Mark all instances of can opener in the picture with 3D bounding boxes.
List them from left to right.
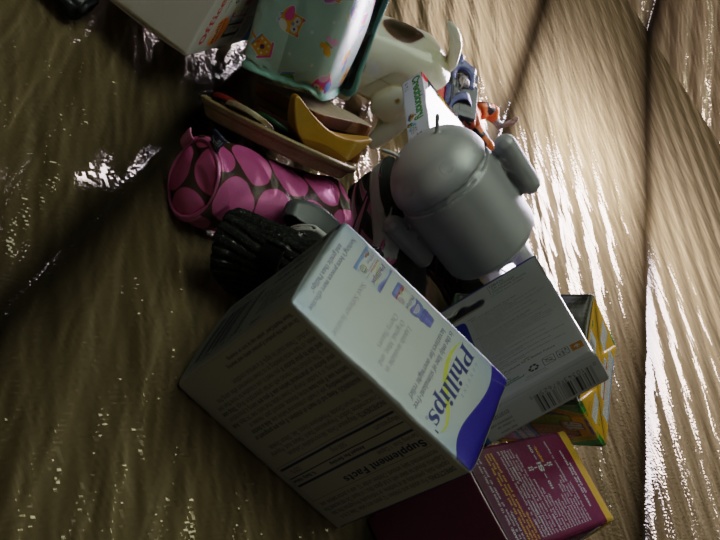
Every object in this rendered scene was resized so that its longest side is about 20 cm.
[{"bbox_3d":[0.000,0.000,1.067,0.200,0.052,0.067,40,55,-33],"label":"can opener"}]

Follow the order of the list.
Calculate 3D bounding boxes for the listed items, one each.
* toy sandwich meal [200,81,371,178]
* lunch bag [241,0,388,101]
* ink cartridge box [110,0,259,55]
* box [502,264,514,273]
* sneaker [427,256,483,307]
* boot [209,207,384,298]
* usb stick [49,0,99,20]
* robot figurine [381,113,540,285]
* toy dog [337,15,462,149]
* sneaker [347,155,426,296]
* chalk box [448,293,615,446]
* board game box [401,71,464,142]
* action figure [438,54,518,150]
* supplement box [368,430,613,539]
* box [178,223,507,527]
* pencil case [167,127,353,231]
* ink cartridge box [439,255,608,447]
[{"bbox_3d":[-0.074,-0.163,1.141,0.203,0.071,0.205,25,6,-3],"label":"toy sandwich meal"},{"bbox_3d":[-0.038,-0.286,1.183,0.121,0.172,0.200,22,13,7],"label":"lunch bag"},{"bbox_3d":[-0.172,-0.340,1.146,0.144,0.148,0.200,36,23,3],"label":"ink cartridge box"},{"bbox_3d":[0.190,0.065,1.357,0.155,0.041,0.202,25,39,-37],"label":"box"},{"bbox_3d":[0.080,-0.009,1.244,0.114,0.076,0.200,18,18,-29],"label":"sneaker"},{"bbox_3d":[-0.055,0.042,1.003,0.156,0.213,0.080,12,38,18],"label":"boot"},{"bbox_3d":[-0.346,-0.334,1.072,0.200,0.033,0.056,45,29,-9],"label":"usb stick"},{"bbox_3d":[0.107,-0.071,1.127,0.200,0.169,0.113,50,10,-25],"label":"robot figurine"},{"bbox_3d":[0.011,-0.286,1.355,0.200,0.193,0.141,43,43,-25],"label":"toy dog"},{"bbox_3d":[0.020,-0.020,1.189,0.080,0.086,0.203,21,63,-35],"label":"sneaker"},{"bbox_3d":[0.159,0.106,1.136,0.124,0.198,0.126,50,47,-51],"label":"chalk box"},{"bbox_3d":[0.102,-0.137,1.280,0.126,0.034,0.201,46,26,-33],"label":"board game box"},{"bbox_3d":[0.142,-0.198,1.558,0.192,0.104,0.202,27,62,-24],"label":"action figure"},{"bbox_3d":[0.126,0.235,1.001,0.199,0.131,0.104,3,53,-53],"label":"supplement box"},{"bbox_3d":[-0.015,0.094,0.889,0.200,0.183,0.105,44,46,-12],"label":"box"},{"bbox_3d":[-0.098,-0.078,1.081,0.199,0.091,0.094,17,41,-47],"label":"pencil case"},{"bbox_3d":[0.121,0.090,1.040,0.047,0.196,0.200,55,10,-22],"label":"ink cartridge box"}]
